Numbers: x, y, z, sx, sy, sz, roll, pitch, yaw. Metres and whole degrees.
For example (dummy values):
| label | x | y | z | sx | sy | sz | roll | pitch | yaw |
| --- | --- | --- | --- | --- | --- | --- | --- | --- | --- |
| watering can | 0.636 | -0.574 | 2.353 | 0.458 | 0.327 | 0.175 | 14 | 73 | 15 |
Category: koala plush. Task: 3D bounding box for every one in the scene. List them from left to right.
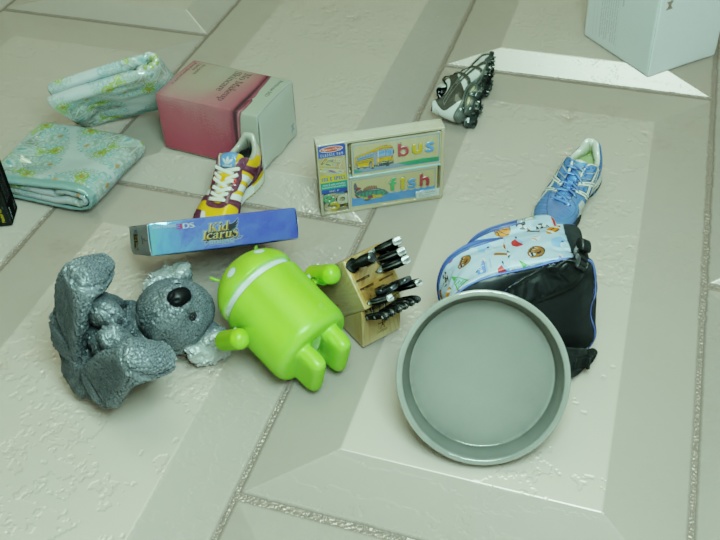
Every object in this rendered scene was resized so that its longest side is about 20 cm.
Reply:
| label | x | y | z | sx | sy | sz | roll | pitch | yaw |
| --- | --- | --- | --- | --- | --- | --- | --- | --- | --- |
| koala plush | -0.268 | 0.068 | 1.147 | 0.199 | 0.184 | 0.178 | -26 | 73 | -42 |

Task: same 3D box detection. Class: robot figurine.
| label | x | y | z | sx | sy | sz | roll | pitch | yaw |
| --- | --- | --- | --- | --- | --- | --- | --- | --- | --- |
| robot figurine | -0.101 | 0.055 | 1.151 | 0.175 | 0.116 | 0.200 | -36 | 69 | -24 |

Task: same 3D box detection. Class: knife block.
| label | x | y | z | sx | sy | sz | roll | pitch | yaw |
| --- | --- | --- | --- | --- | --- | --- | --- | --- | --- |
| knife block | 0.000 | 0.000 | 1.182 | 0.064 | 0.177 | 0.200 | -25 | 46 | -25 |

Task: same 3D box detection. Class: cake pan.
| label | x | y | z | sx | sy | sz | roll | pitch | yaw |
| --- | --- | --- | --- | --- | --- | --- | --- | --- | --- |
| cake pan | 0.140 | 0.121 | 1.051 | 0.198 | 0.203 | 0.037 | 2 | 4 | 5 |

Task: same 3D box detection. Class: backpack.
| label | x | y | z | sx | sy | sz | roll | pitch | yaw |
| --- | --- | --- | --- | --- | --- | --- | --- | --- | --- |
| backpack | 0.190 | 0.030 | 1.140 | 0.189 | 0.201 | 0.155 | -14 | 36 | -1 |

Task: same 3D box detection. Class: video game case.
| label | x | y | z | sx | sy | sz | roll | pitch | yaw |
| --- | --- | --- | --- | --- | --- | --- | --- | --- | --- |
| video game case | -0.205 | -0.051 | 1.250 | 0.198 | 0.046 | 0.181 | -8 | 3 | -21 |

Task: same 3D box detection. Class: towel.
| label | x | y | z | sx | sy | sz | roll | pitch | yaw |
| --- | --- | --- | --- | --- | --- | --- | --- | --- | --- |
| towel | -0.479 | -0.176 | 1.489 | 0.198 | 0.048 | 0.172 | 12 | 45 | 16 |
| towel | -0.411 | -0.300 | 1.541 | 0.198 | 0.171 | 0.049 | -17 | 85 | 1 |

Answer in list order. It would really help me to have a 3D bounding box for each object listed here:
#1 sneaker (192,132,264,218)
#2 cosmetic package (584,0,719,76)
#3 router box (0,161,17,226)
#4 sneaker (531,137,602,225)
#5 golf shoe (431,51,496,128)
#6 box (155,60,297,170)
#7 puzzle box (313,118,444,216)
| label | x | y | z | sx | sy | sz | roll | pitch | yaw |
| --- | --- | --- | --- | --- | --- | --- | --- | --- | --- |
| sneaker | -0.208 | -0.131 | 1.402 | 0.074 | 0.091 | 0.201 | 9 | 44 | 12 |
| cosmetic package | 0.552 | -0.500 | 1.713 | 0.166 | 0.167 | 0.200 | -20 | 44 | -18 |
| router box | -0.620 | -0.153 | 1.368 | 0.147 | 0.201 | 0.051 | -7 | 39 | -3 |
| sneaker | 0.314 | -0.127 | 1.381 | 0.075 | 0.078 | 0.200 | 19 | 48 | 20 |
| golf shoe | 0.185 | -0.334 | 1.617 | 0.094 | 0.078 | 0.201 | 12 | 43 | 16 |
| box | -0.223 | -0.264 | 1.537 | 0.198 | 0.110 | 0.128 | 15 | 44 | 19 |
| puzzle box | 0.031 | -0.156 | 1.386 | 0.198 | 0.134 | 0.026 | -10 | 42 | -7 |
